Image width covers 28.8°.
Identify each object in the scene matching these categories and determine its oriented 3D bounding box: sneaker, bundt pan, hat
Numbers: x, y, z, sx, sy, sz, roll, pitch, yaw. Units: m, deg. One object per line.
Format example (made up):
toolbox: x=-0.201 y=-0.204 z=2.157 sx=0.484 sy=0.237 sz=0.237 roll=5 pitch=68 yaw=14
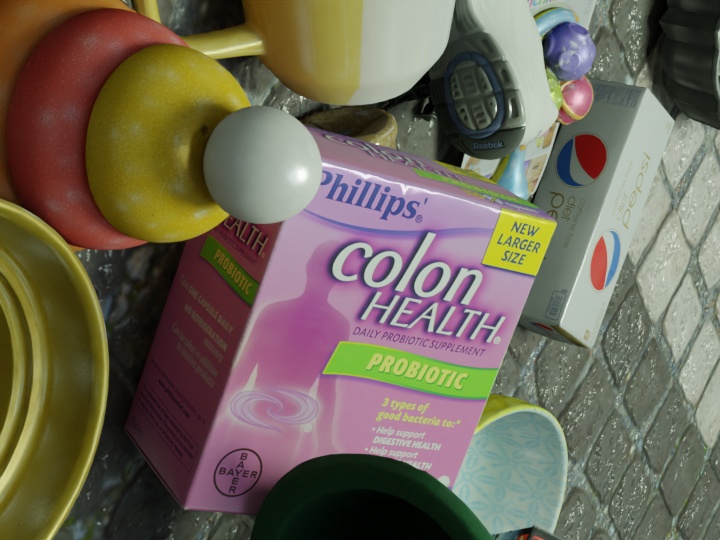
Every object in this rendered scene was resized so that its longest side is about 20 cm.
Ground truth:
sneaker: x=0.069 y=-0.168 z=0.882 sx=0.087 sy=0.074 sz=0.203 roll=-12 pitch=88 yaw=-56
bundt pan: x=0.324 y=-0.217 z=1.224 sx=0.201 sy=0.075 sz=0.205 roll=-24 pitch=121 yaw=-47
hat: x=0.047 y=0.157 z=0.779 sx=0.175 sy=0.198 sz=0.168 roll=-21 pitch=94 yaw=-52

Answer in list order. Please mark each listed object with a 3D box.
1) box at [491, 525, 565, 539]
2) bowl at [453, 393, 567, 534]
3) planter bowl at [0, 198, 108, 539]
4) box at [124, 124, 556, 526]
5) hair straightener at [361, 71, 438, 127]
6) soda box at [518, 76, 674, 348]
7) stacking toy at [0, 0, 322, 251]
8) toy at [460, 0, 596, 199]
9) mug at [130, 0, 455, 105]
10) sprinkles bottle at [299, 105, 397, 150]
box: x=0.070 y=0.257 z=0.851 sx=0.137 sy=0.039 sz=0.202 roll=110 pitch=4 yaw=-77
bowl: x=0.044 y=0.164 z=0.967 sx=0.199 sy=0.107 sz=0.203 roll=-28 pitch=131 yaw=-38
planter bowl: x=-0.212 y=0.057 z=0.618 sx=0.199 sy=0.083 sz=0.203 roll=-23 pitch=120 yaw=-46
box: x=-0.012 y=0.032 z=0.792 sx=0.174 sy=0.097 sz=0.202 roll=12 pitch=104 yaw=-34
hair straightener: x=0.054 y=-0.131 z=0.929 sx=0.199 sy=0.040 sz=0.078 roll=-19 pitch=118 yaw=-55
soda box: x=0.179 y=-0.046 z=1.111 sx=0.068 sy=0.063 sz=0.202 roll=31 pitch=79 yaw=-52
stacking toy: x=-0.094 y=-0.057 z=0.633 sx=0.145 sy=0.198 sz=0.148 roll=-24 pitch=122 yaw=-46
toy: x=0.129 y=-0.118 z=0.981 sx=0.114 sy=0.047 sz=0.202 roll=-23 pitch=140 yaw=-44
mug: x=-0.025 y=-0.178 z=0.762 sx=0.150 sy=0.184 sz=0.155 roll=-85 pitch=175 yaw=-55
sprinkles bottle: x=0.000 y=0.000 z=0.888 sx=0.068 sy=0.068 sz=0.203 roll=-33 pitch=128 yaw=-41
